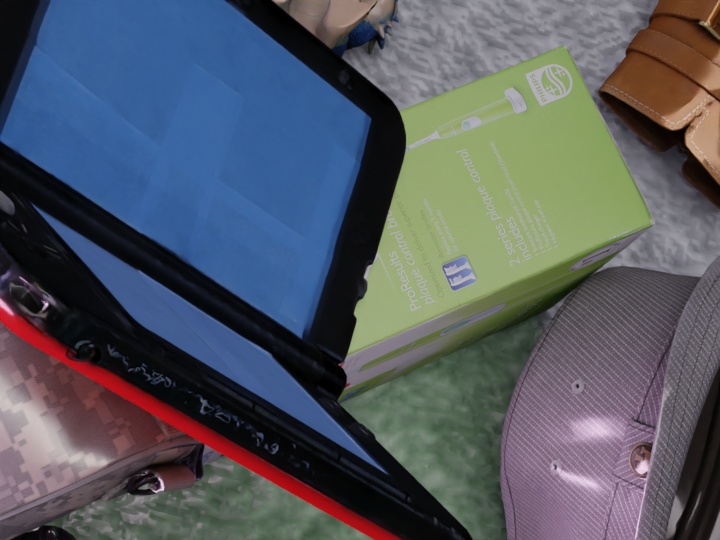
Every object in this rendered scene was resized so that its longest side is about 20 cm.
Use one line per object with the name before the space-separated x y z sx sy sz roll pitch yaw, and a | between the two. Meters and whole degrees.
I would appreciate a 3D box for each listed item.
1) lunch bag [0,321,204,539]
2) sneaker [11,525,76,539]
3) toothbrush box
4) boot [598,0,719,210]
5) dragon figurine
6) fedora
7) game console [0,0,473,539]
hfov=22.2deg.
lunch bag | -0.158 0.009 0.660 0.139 0.167 0.201 -23 90 -61
sneaker | -0.186 0.171 0.718 0.199 0.091 0.067 -20 38 4
toothbrush box | 0.000 0.000 0.765 0.199 0.146 0.087 -22 80 -17
boot | 0.167 -0.137 0.880 0.155 0.074 0.200 -43 71 -4
dragon figurine | -0.034 -0.074 0.812 0.059 0.099 0.201 23 77 9
fedora | 0.116 0.080 0.781 0.090 0.177 0.201 15 104 26
game console | -0.036 -0.022 0.581 0.200 0.172 0.119 35 93 -39
